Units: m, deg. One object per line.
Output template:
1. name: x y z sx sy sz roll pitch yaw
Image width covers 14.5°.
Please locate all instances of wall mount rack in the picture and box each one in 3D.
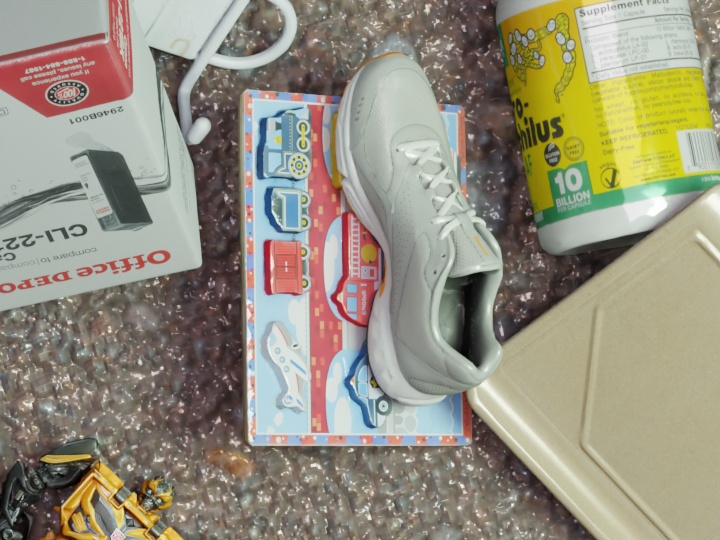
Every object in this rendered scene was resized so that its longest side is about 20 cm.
1. wall mount rack: -0.108 -0.156 1.583 0.199 0.174 0.075 16 41 -26

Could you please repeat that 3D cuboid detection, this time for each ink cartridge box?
1. ink cartridge box: -0.180 -0.075 1.552 0.143 0.201 0.084 -12 52 5

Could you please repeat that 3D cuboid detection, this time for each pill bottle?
1. pill bottle: 0.139 -0.117 1.632 0.112 0.113 0.202 -10 86 -4

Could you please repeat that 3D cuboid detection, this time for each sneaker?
1. sneaker: 0.045 -0.026 1.597 0.075 0.092 0.202 -10 90 -33

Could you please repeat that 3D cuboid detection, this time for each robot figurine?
1. robot figurine: -0.176 0.195 1.613 0.145 0.058 0.200 42 85 0

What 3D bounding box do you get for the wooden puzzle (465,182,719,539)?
1. wooden puzzle: 0.189 0.069 1.613 0.200 0.037 0.185 -39 104 21

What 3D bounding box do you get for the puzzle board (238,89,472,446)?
1. puzzle board: 0.000 0.000 1.630 0.150 0.017 0.202 2 85 -30
